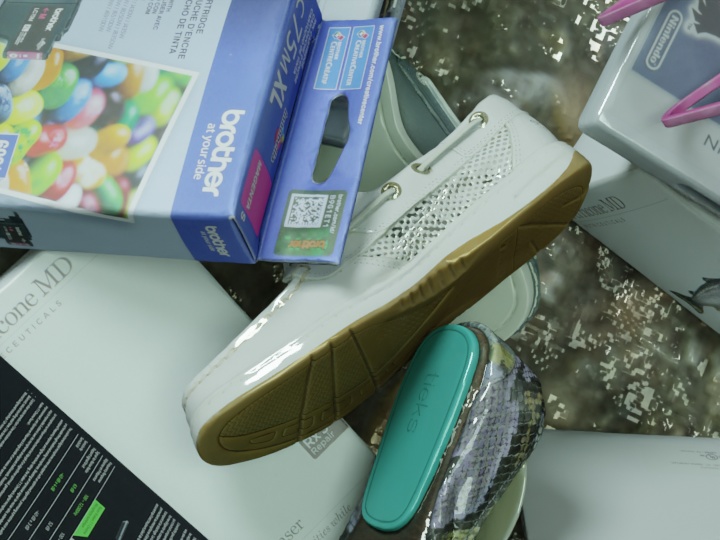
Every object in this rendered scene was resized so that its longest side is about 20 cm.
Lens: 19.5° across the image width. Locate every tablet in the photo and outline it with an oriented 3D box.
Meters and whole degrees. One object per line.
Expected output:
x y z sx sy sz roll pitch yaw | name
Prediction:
0.166 0.104 0.897 0.199 0.130 0.014 2 115 -3 | tablet

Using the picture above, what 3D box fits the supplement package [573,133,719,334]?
0.205 -0.025 0.931 0.200 0.117 0.117 37 78 -10 | supplement package

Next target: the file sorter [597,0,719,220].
0.200 -0.052 0.778 0.125 0.139 0.200 -34 96 -12 | file sorter

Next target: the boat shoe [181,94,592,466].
0.000 0.000 0.839 0.200 0.071 0.069 -36 68 -22 | boat shoe

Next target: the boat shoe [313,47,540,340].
0.010 -0.054 0.920 0.073 0.062 0.200 -39 85 22 | boat shoe

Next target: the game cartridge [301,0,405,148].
-0.037 -0.159 0.885 0.133 0.041 0.201 14 82 16 | game cartridge

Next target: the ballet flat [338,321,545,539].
0.019 0.120 0.822 0.072 0.072 0.201 31 79 -11 | ballet flat

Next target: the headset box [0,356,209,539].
-0.159 0.138 0.796 0.200 0.093 0.174 43 119 -10 | headset box

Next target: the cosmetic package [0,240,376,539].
-0.078 0.072 0.869 0.200 0.081 0.113 46 75 -9 | cosmetic package

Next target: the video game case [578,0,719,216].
0.208 -0.099 0.865 0.182 0.023 0.200 30 78 -13 | video game case

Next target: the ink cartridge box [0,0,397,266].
-0.094 -0.065 0.827 0.199 0.042 0.120 5 61 16 | ink cartridge box
